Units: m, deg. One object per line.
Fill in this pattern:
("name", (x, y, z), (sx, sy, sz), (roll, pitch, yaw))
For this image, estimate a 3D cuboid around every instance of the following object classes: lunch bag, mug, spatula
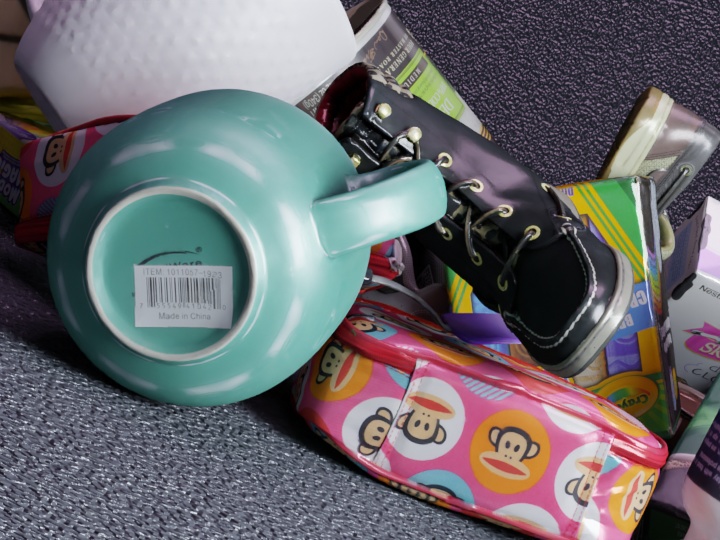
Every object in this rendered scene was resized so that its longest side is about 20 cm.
("lunch bag", (-0.076, -0.035, 1.459), (0.200, 0.082, 0.176), (14, -15, -42))
("mug", (-0.069, -0.020, 1.284), (0.152, 0.185, 0.114), (43, 17, 1))
("mug", (-0.129, -0.156, 1.588), (0.200, 0.175, 0.148), (48, -11, 38))
("spatula", (0.017, 0.013, 1.390), (0.200, 0.021, 0.057), (17, 10, -19))
("lunch bag", (0.061, 0.083, 1.423), (0.200, 0.082, 0.176), (22, 3, -7))

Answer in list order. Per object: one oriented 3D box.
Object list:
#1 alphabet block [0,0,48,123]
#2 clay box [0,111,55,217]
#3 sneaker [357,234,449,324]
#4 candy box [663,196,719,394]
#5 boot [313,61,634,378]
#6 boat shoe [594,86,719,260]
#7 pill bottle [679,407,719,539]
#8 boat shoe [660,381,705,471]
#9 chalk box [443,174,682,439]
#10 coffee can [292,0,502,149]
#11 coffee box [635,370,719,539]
("alphabet block", (-0.205, -0.206, 1.755), (0.195, 0.200, 0.196), (2, -3, 2))
("clay box", (-0.175, -0.048, 1.643), (0.115, 0.048, 0.200), (16, 11, -39))
("sneaker", (0.000, 0.000, 1.628), (0.075, 0.116, 0.200), (19, 10, -40))
("candy box", (0.262, 0.057, 1.813), (0.168, 0.200, 0.072), (24, 51, -11))
("boot", (0.053, -0.028, 1.345), (0.154, 0.074, 0.204), (33, 12, -19))
("boat shoe", (0.171, -0.026, 1.661), (0.066, 0.201, 0.072), (27, 39, 6))
("pill bottle", (0.245, 0.104, 1.403), (0.116, 0.200, 0.116), (26, 6, -3))
("boat shoe", (0.162, 0.097, 1.698), (0.200, 0.076, 0.072), (25, 16, 27))
("chalk box", (0.125, 0.048, 1.558), (0.124, 0.200, 0.125), (-6, 0, 10))
("coffee can", (0.020, -0.060, 1.715), (0.200, 0.146, 0.146), (50, 2, -12))
("coffee box", (0.258, 0.107, 1.548), (0.123, 0.044, 0.200), (21, 45, 19))
